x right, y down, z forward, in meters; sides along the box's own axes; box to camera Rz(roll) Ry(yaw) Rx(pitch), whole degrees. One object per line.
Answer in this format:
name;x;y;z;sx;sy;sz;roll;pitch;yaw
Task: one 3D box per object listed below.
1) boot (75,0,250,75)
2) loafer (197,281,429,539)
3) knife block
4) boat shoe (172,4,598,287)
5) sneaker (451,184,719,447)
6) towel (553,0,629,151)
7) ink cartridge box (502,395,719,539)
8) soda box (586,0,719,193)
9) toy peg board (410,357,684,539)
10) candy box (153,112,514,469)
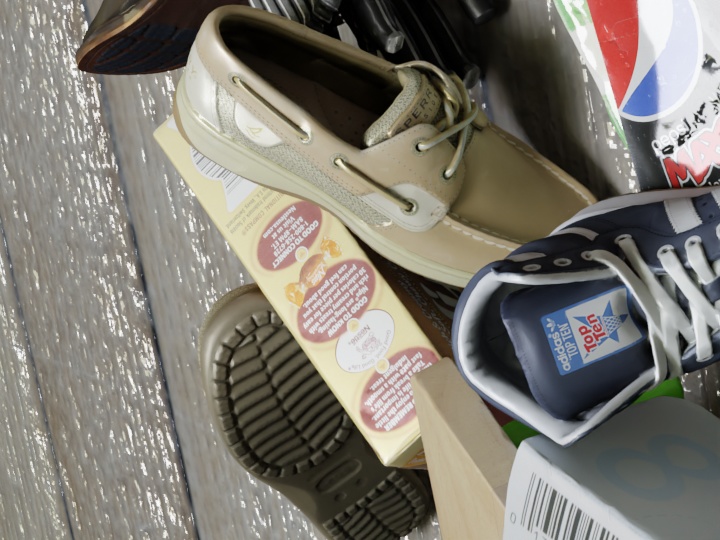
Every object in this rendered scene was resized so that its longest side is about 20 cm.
boot;-0.095;-0.169;1.127;0.200;0.074;0.098;-27;67;55
loafer;-0.031;0.069;1.080;0.068;0.076;0.200;55;175;44
knife block;-0.007;-0.175;1.005;0.064;0.175;0.201;-51;20;50
boat shoe;0.018;-0.053;0.930;0.199;0.072;0.065;25;144;-3
sneaker;0.118;0.002;0.716;0.199;0.108;0.070;-18;97;43
towel;0.138;-0.096;0.862;0.152;0.023;0.201;-29;82;55
ink cartridge box;0.173;0.092;0.751;0.160;0.199;0.048;35;128;40
soda box;0.128;-0.095;0.795;0.063;0.071;0.201;-12;97;44
toy peg board;0.118;0.144;0.868;0.199;0.097;0.201;55;166;37
candy box;0.000;0.000;1.013;0.055;0.115;0.200;-43;66;17
